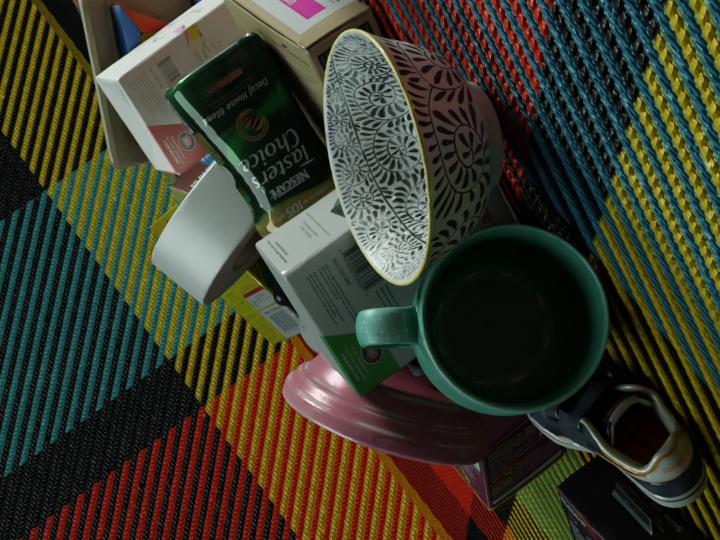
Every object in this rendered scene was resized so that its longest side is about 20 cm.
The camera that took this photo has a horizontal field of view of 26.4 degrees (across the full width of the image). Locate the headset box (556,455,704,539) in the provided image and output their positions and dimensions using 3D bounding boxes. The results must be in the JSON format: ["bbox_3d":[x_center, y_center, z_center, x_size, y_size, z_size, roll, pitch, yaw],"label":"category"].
[{"bbox_3d":[0.279,0.279,1.531,0.149,0.077,0.200,46,167,38],"label":"headset box"}]

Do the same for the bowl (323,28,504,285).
[{"bbox_3d":[0.051,-0.097,1.198,0.201,0.094,0.201,166,90,-70],"label":"bowl"}]

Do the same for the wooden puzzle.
[{"bbox_3d":[-0.180,-0.212,1.578,0.046,0.200,0.186,9,112,56],"label":"wooden puzzle"}]

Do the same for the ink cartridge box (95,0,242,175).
[{"bbox_3d":[-0.147,-0.201,1.537,0.117,0.200,0.067,59,160,-23],"label":"ink cartridge box"}]

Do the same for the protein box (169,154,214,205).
[{"bbox_3d":[-0.078,-0.051,1.791,0.198,0.135,0.200,21,151,39],"label":"protein box"}]

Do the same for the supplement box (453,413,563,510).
[{"bbox_3d":[0.153,0.171,1.664,0.086,0.110,0.200,50,169,25],"label":"supplement box"}]

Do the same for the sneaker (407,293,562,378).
[{"bbox_3d":[0.115,0.065,1.392,0.200,0.095,0.079,-22,100,54],"label":"sneaker"}]

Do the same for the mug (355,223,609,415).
[{"bbox_3d":[0.103,0.036,1.262,0.185,0.152,0.114,29,172,-1],"label":"mug"}]

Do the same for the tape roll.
[{"bbox_3d":[-0.119,-0.062,1.547,0.071,0.202,0.202,39,169,4],"label":"tape roll"}]

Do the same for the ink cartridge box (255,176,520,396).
[{"bbox_3d":[0.035,-0.012,1.338,0.146,0.200,0.084,60,172,-30],"label":"ink cartridge box"}]

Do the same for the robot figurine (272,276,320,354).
[{"bbox_3d":[-0.002,0.000,1.630,0.150,0.200,0.125,3,174,32],"label":"robot figurine"}]

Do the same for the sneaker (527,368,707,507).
[{"bbox_3d":[0.210,0.122,1.319,0.200,0.078,0.079,30,162,42],"label":"sneaker"}]

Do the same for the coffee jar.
[{"bbox_3d":[-0.083,-0.110,1.404,0.200,0.104,0.085,55,174,-8],"label":"coffee jar"}]

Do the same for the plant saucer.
[{"bbox_3d":[0.029,0.121,1.432,0.200,0.051,0.201,18,-170,-3],"label":"plant saucer"}]

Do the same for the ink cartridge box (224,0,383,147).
[{"bbox_3d":[-0.032,-0.187,1.421,0.200,0.075,0.165,43,164,52],"label":"ink cartridge box"}]

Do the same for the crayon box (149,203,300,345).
[{"bbox_3d":[-0.135,-0.008,1.714,0.200,0.051,0.127,43,157,-10],"label":"crayon box"}]
